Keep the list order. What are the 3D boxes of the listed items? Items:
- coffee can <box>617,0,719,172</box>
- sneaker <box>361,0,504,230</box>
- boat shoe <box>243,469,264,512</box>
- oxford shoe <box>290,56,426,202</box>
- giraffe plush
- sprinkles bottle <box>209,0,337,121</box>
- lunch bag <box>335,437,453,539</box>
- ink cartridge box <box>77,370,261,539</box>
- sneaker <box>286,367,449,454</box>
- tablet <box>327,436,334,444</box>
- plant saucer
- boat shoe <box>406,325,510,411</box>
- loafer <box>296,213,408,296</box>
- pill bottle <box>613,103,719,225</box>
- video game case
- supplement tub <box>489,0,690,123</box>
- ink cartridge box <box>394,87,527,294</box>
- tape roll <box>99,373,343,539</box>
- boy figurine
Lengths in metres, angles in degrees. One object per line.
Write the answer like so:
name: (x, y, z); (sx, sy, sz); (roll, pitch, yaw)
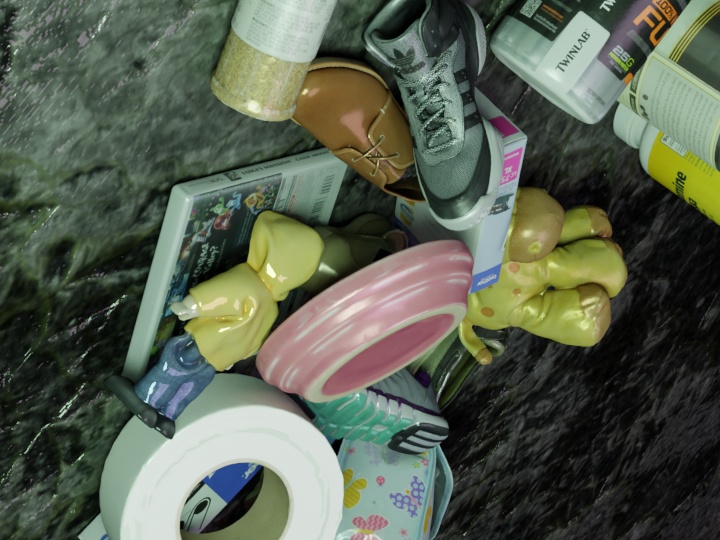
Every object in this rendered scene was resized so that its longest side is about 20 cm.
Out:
coffee can: (0.308, -0.194, 1.491); (0.146, 0.200, 0.147); (-35, 148, -26)
sneaker: (0.051, -0.136, 1.248); (0.075, 0.202, 0.114); (-16, 154, 28)
boat shoe: (-0.063, 0.207, 1.537); (0.065, 0.072, 0.200); (-53, 172, -25)
oxford shoe: (0.006, -0.109, 1.280); (0.071, 0.072, 0.199); (-38, 146, 19)
giraffe plush: (0.144, -0.027, 1.535); (0.198, 0.174, 0.163); (-17, 137, 5)
sprinkles bottle: (-0.044, -0.204, 1.118); (0.068, 0.068, 0.201); (-11, 133, -49)
lunch bag: (0.022, 0.242, 1.631); (0.170, 0.126, 0.201); (100, 4, -51)
ink cartridge box: (-0.152, 0.189, 1.442); (0.200, 0.044, 0.094); (-47, 153, -8)
sneaker: (-0.003, 0.112, 1.536); (0.199, 0.088, 0.074); (24, 133, -39)
tablet: (-0.017, 0.101, 1.565); (0.201, 0.014, 0.130); (-53, 151, 2)
plant saucer: (0.011, 0.049, 1.320); (0.199, 0.051, 0.201); (-27, 164, -8)
boat shoe: (0.123, 0.066, 1.668); (0.201, 0.066, 0.072); (-46, 150, -9)
loafer: (0.000, 0.000, 1.387); (0.077, 0.067, 0.200); (-62, 164, 17)
pill bottle: (0.358, -0.120, 1.647); (0.112, 0.200, 0.113); (-34, 147, -26)
video game case: (-0.103, 0.000, 1.319); (0.181, 0.023, 0.201); (-19, 139, -45)
supplement tub: (0.213, -0.238, 1.388); (0.201, 0.122, 0.122); (-54, 151, 5)
ink cartridge box: (0.081, -0.068, 1.396); (0.042, 0.119, 0.201); (-21, 141, -28)
tape roll: (-0.115, 0.192, 1.364); (0.200, 0.071, 0.205); (-9, 113, -22)
boy figurine: (-0.110, 0.036, 1.260); (0.200, 0.064, 0.124); (-50, 155, -2)
